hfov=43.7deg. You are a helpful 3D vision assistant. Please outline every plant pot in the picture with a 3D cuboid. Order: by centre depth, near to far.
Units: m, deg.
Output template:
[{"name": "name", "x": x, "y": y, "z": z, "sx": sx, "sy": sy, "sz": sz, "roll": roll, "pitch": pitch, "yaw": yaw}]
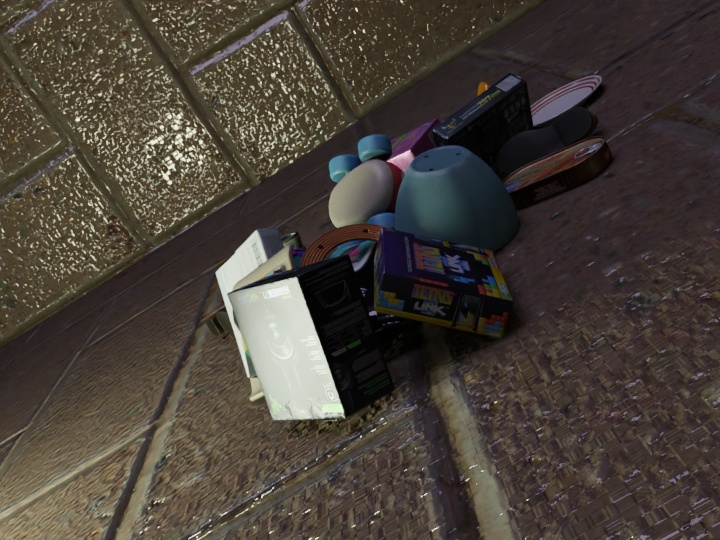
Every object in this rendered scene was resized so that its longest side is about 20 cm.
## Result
[{"name": "plant pot", "x": 0.138, "y": -0.116, "z": 1.411, "sx": 0.198, "sy": 0.136, "sz": 0.201, "roll": -14, "pitch": 28, "yaw": 8}]

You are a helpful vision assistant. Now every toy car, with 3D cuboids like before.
[{"name": "toy car", "x": 0.061, "y": -0.126, "z": 1.662, "sx": 0.199, "sy": 0.186, "sz": 0.176, "roll": 7, "pitch": -22, "yaw": -38}]

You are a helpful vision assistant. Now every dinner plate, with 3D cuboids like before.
[{"name": "dinner plate", "x": 0.413, "y": -0.343, "z": 1.862, "sx": 0.199, "sy": 0.024, "sz": 0.200, "roll": -31, "pitch": 15, "yaw": 9}]

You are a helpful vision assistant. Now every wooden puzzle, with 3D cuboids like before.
[{"name": "wooden puzzle", "x": -0.141, "y": 0.081, "z": 1.366, "sx": 0.037, "sy": 0.202, "sz": 0.185, "roll": 3, "pitch": -22, "yaw": -36}]

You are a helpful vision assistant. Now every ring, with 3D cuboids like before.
[{"name": "ring", "x": 0.000, "y": 0.000, "z": 1.454, "sx": 0.198, "sy": 0.019, "sz": 0.202, "roll": -2, "pitch": 47, "yaw": 2}]

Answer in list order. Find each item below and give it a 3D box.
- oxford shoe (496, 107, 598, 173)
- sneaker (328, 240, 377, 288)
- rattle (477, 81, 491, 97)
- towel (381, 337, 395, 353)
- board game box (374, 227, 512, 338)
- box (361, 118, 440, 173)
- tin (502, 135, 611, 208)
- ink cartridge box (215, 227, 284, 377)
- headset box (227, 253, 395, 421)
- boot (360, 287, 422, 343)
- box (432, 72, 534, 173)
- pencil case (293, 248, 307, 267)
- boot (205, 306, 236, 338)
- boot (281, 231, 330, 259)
[{"name": "oxford shoe", "x": 0.339, "y": -0.226, "z": 1.616, "sx": 0.199, "sy": 0.072, "sz": 0.071, "roll": -23, "pitch": -10, "yaw": 33}, {"name": "sneaker", "x": -0.026, "y": 0.017, "z": 1.535, "sx": 0.200, "sy": 0.084, "sz": 0.120, "roll": -45, "pitch": 17, "yaw": -30}, {"name": "rattle", "x": 0.215, "y": -0.274, "z": 1.810, "sx": 0.199, "sy": 0.143, "sz": 0.130, "roll": -34, "pitch": 5, "yaw": -1}, {"name": "towel", "x": -0.022, "y": 0.119, "z": 1.349, "sx": 0.199, "sy": 0.018, "sz": 0.086, "roll": -17, "pitch": 28, "yaw": 43}, {"name": "board game box", "x": 0.102, "y": 0.010, "z": 1.176, "sx": 0.200, "sy": 0.164, "sz": 0.057, "roll": -89, "pitch": 13, "yaw": -71}, {"name": "box", "x": 0.092, "y": -0.237, "z": 2.044, "sx": 0.199, "sy": 0.097, "sz": 0.176, "roll": -22, "pitch": 19, "yaw": 38}, {"name": "tin", "x": 0.318, "y": -0.160, "z": 1.474, "sx": 0.199, "sy": 0.042, "sz": 0.112, "roll": -22, "pitch": 23, "yaw": 36}, {"name": "ink cartridge box", "x": -0.161, "y": 0.056, "z": 1.477, "sx": 0.043, "sy": 0.202, "sz": 0.173, "roll": -9, "pitch": -17, "yaw": -35}, {"name": "headset box", "x": -0.065, "y": 0.098, "z": 1.172, "sx": 0.092, "sy": 0.202, "sz": 0.173, "roll": -24, "pitch": 8, "yaw": -39}, {"name": "boot", "x": 0.007, "y": 0.038, "z": 1.304, "sx": 0.157, "sy": 0.079, "sz": 0.212, "roll": -34, "pitch": 41, "yaw": 18}, {"name": "box", "x": 0.237, "y": -0.252, "z": 1.691, "sx": 0.199, "sy": 0.158, "sz": 0.051, "roll": -37, "pitch": 47, "yaw": -13}, {"name": "pencil case", "x": -0.131, "y": 0.036, "z": 1.559, "sx": 0.085, "sy": 0.093, "sz": 0.200, "roll": -20, "pitch": -17, "yaw": -32}, {"name": "boot", "x": -0.204, "y": 0.057, "z": 1.825, "sx": 0.199, "sy": 0.065, "sz": 0.186, "roll": -36, "pitch": 17, "yaw": -28}, {"name": "boot", "x": -0.092, "y": -0.020, "z": 1.685, "sx": 0.199, "sy": 0.131, "sz": 0.068, "roll": -29, "pitch": 16, "yaw": 13}]
